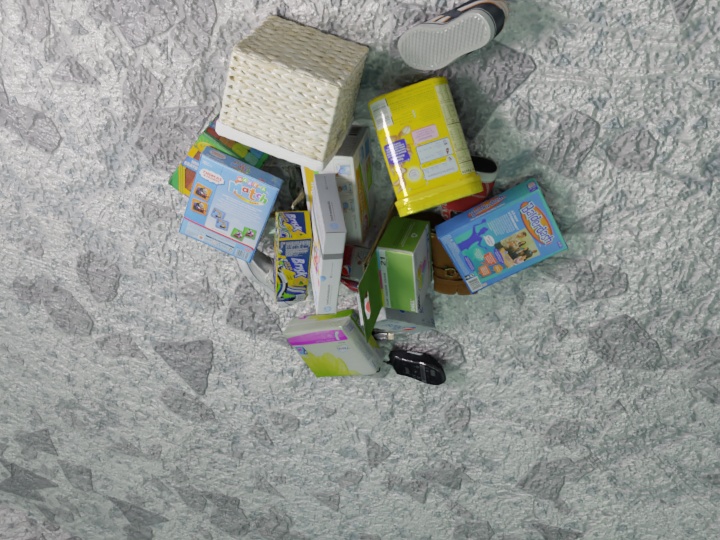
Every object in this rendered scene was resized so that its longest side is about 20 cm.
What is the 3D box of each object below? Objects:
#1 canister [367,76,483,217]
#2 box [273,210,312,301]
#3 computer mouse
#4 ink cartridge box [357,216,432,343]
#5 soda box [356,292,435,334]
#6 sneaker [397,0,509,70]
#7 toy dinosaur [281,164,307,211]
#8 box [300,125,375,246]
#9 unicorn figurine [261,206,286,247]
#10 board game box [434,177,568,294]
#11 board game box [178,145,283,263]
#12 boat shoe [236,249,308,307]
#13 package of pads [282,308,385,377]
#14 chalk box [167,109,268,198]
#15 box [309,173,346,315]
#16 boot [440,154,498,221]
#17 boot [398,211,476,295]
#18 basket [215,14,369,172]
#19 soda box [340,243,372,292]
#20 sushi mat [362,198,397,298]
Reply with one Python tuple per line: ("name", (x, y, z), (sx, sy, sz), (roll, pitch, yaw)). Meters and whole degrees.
("canister", (0.107, -0.206, 1.248), (0.148, 0.087, 0.200), (-17, 92, 7))
("box", (-0.130, -0.023, 1.410), (0.064, 0.070, 0.200), (-2, 144, -10))
("computer mouse", (0.100, 0.187, 1.683), (0.200, 0.046, 0.141), (8, 135, 27))
("ink cartridge box", (0.067, 0.021, 1.350), (0.076, 0.200, 0.148), (8, 133, 18))
("soda box", (0.075, 0.083, 1.513), (0.063, 0.068, 0.200), (-18, 162, 31))
("sneaker", (0.149, -0.373, 1.176), (0.200, 0.079, 0.078), (2, 128, 50))
("toy dinosaur", (-0.117, -0.155, 1.418), (0.047, 0.200, 0.088), (-8, 92, 1))
("box", (-0.038, -0.157, 1.393), (0.101, 0.113, 0.200), (6, 132, 15))
("unicorn figurine", (-0.179, -0.066, 1.557), (0.137, 0.074, 0.200), (-15, 139, 29))
("board game box", (0.259, -0.061, 1.367), (0.200, 0.045, 0.152), (-26, 123, 14))
("board game box", (-0.244, -0.118, 1.386), (0.151, 0.037, 0.200), (24, 133, -5))
("boat shoe", (-0.179, 0.007, 1.535), (0.066, 0.072, 0.200), (-17, 133, 23))
("package of pads", (-0.059, 0.171, 1.685), (0.200, 0.068, 0.155), (-11, 124, 42))
("chalk box", (-0.249, -0.219, 1.406), (0.125, 0.124, 0.200), (36, 131, -13))
("box", (-0.062, -0.045, 1.315), (0.041, 0.156, 0.200), (-3, 136, -10))
("boot", (0.137, -0.153, 1.365), (0.200, 0.072, 0.144), (16, 134, 2))
("boot", (0.155, -0.026, 1.456), (0.200, 0.074, 0.155), (12, 128, 6))
("basket", (-0.111, -0.301, 1.243), (0.200, 0.198, 0.161), (20, 128, 3))
("soda box", (0.000, 0.000, 1.467), (0.063, 0.070, 0.200), (11, 173, 10))
("sushi mat", (0.038, -0.044, 1.401), (0.012, 0.200, 0.096), (12, 133, 12))
